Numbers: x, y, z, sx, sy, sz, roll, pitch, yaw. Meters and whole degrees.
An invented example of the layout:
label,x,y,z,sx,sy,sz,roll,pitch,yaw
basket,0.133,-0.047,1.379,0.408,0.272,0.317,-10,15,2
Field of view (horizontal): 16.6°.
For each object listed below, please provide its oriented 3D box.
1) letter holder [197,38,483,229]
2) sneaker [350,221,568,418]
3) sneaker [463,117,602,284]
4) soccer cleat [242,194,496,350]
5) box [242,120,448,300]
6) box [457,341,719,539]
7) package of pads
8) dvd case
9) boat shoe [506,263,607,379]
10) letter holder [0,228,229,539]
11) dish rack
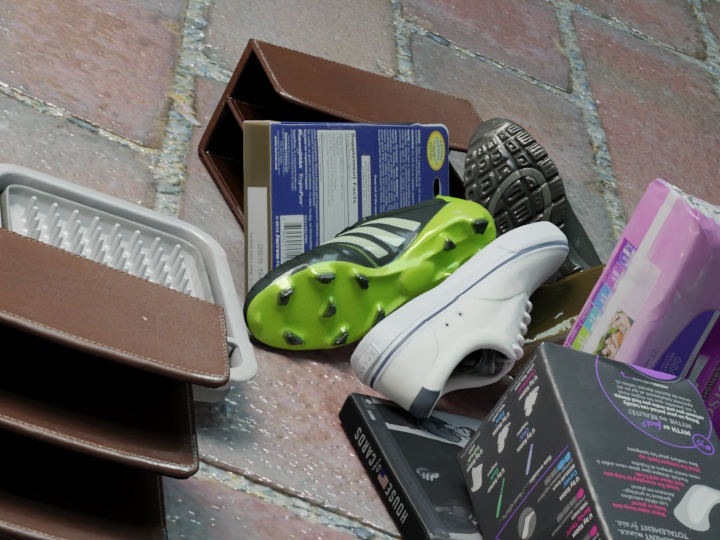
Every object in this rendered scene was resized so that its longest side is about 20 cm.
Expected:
label,x,y,z,sx,sy,sz,roll,pitch,yaw
letter holder,0.003,-0.071,1.814,0.199,0.101,0.142,13,28,-31
sneaker,0.079,0.038,1.614,0.071,0.073,0.200,45,52,14
sneaker,0.135,-0.021,1.829,0.201,0.076,0.091,64,9,-8
soccer cleat,0.000,0.000,1.658,0.199,0.068,0.081,-21,27,-28
box,-0.008,-0.043,1.719,0.032,0.122,0.199,1,3,40
box,0.151,0.157,1.438,0.122,0.106,0.201,15,38,-27
package of pads,0.198,0.049,1.583,0.120,0.201,0.076,16,19,-34
dvd case,0.096,0.144,1.553,0.199,0.025,0.151,15,26,-30
boat shoe,0.125,0.049,1.692,0.198,0.067,0.074,-11,37,-7
letter holder,-0.178,0.063,1.306,0.199,0.101,0.142,20,26,-17
dish rack,-0.157,0.013,1.525,0.171,0.044,0.200,18,25,-20
